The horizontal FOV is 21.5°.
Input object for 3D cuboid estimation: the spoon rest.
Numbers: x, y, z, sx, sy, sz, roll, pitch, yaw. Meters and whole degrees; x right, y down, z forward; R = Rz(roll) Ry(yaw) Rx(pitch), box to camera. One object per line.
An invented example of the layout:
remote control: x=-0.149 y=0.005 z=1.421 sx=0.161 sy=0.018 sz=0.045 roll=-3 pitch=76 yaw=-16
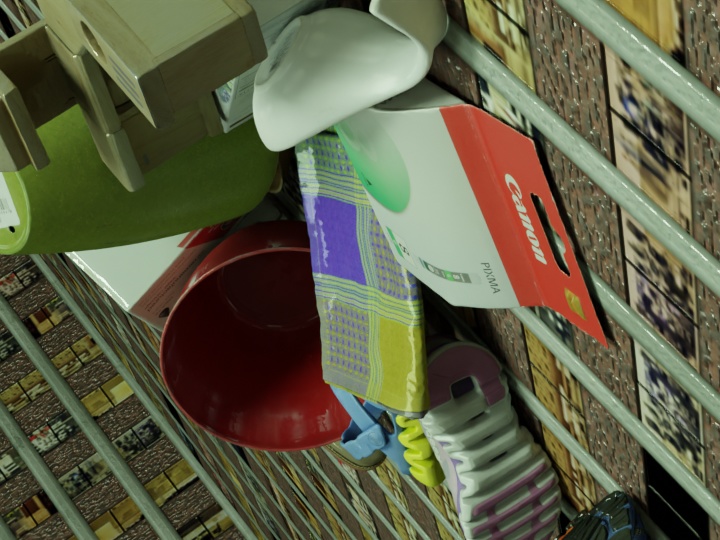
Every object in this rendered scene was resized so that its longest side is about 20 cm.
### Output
spoon rest: x=-0.007 y=-0.123 z=1.099 sx=0.060 sy=0.100 sz=0.200 roll=32 pitch=159 yaw=-17

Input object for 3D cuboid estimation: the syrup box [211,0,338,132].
syrup box: x=-0.073 y=-0.168 z=1.231 sx=0.079 sy=0.081 sz=0.200 roll=56 pitch=168 yaw=7

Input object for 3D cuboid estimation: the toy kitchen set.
toy kitchen set: x=-0.153 y=-0.092 z=1.163 sx=0.181 sy=0.163 sz=0.201 roll=47 pitch=163 yaw=39

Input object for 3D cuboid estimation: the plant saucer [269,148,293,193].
plant saucer: x=-0.106 y=-0.154 z=1.490 sx=0.201 sy=0.035 sz=0.200 roll=51 pitch=166 yaw=18

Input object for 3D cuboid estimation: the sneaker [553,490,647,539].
sneaker: x=0.173 y=0.205 z=1.302 sx=0.078 sy=0.075 sz=0.200 roll=45 pitch=174 yaw=7

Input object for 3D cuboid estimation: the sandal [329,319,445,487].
sandal: x=0.012 y=0.081 z=1.448 sx=0.086 sy=0.080 sz=0.201 roll=1 pitch=121 yaw=24

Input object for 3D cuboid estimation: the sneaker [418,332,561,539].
sneaker: x=0.085 y=0.126 z=1.403 sx=0.201 sy=0.080 sz=0.088 roll=68 pitch=170 yaw=-25

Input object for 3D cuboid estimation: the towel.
towel: x=0.000 y=0.000 z=1.337 sx=0.143 sy=0.023 sz=0.202 roll=23 pitch=123 yaw=58

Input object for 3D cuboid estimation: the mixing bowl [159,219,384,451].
mixing bowl: x=-0.061 y=0.035 z=1.518 sx=0.109 sy=0.199 sz=0.201 roll=-96 pitch=-16 yaw=-55

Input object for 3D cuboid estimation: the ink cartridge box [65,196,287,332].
ink cartridge box: x=-0.145 y=-0.025 z=1.587 sx=0.084 sy=0.144 sz=0.200 roll=42 pitch=179 yaw=15

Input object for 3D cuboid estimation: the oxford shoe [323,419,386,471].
oxford shoe: x=-0.033 y=0.102 z=1.781 sx=0.201 sy=0.070 sz=0.075 roll=56 pitch=162 yaw=-5

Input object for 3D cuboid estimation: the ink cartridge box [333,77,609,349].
ink cartridge box: x=0.058 y=-0.038 z=1.149 sx=0.200 sy=0.050 sz=0.162 roll=42 pitch=161 yaw=54

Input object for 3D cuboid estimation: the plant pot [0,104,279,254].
plant pot: x=-0.192 y=-0.090 z=1.363 sx=0.186 sy=0.199 sz=0.188 roll=22 pitch=126 yaw=34
